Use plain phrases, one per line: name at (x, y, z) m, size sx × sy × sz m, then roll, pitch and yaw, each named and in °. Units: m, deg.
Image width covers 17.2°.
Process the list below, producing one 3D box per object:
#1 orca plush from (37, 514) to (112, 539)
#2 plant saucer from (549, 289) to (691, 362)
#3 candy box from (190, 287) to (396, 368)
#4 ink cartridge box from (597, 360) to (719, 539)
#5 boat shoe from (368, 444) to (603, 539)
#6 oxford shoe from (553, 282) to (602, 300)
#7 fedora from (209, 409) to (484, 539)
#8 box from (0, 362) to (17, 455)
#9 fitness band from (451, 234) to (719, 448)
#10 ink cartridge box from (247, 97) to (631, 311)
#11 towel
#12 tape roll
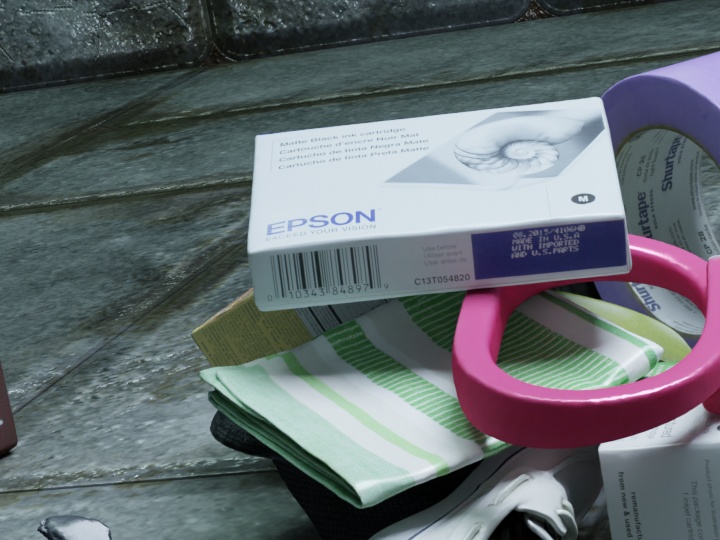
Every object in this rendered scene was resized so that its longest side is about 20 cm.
orca plush at (-0.162, 0.192, 1.178) m, size 0.199 × 0.071 × 0.105 m, roll -23°, pitch 62°, yaw -31°
plant saucer at (0.111, 0.043, 1.400) m, size 0.198 × 0.031 × 0.200 m, roll 12°, pitch -12°, yaw 2°
candy box at (0.000, 0.000, 1.416) m, size 0.200 × 0.055 × 0.115 m, roll -32°, pitch 3°, yaw 46°
ink cartridge box at (0.231, 0.095, 1.179) m, size 0.198 × 0.085 × 0.146 m, roll -7°, pitch 13°, yaw 17°
boat shoe at (0.074, 0.133, 1.179) m, size 0.065 × 0.073 × 0.199 m, roll 12°, pitch 21°, yaw 36°
oxford shoe at (0.118, -0.014, 1.592) m, size 0.084 × 0.200 × 0.073 m, roll -2°, pitch 59°, yaw 45°
fedora at (0.014, 0.104, 1.299) m, size 0.199 × 0.092 × 0.201 m, roll -10°, pitch 12°, yaw 2°
box at (-0.369, 0.068, 1.603) m, size 0.199 × 0.166 × 0.166 m, roll -2°, pitch 15°, yaw 33°
fitness band at (0.120, 0.030, 1.190) m, size 0.142 × 0.038 × 0.200 m, roll 1°, pitch 26°, yaw 10°
ink cartridge box at (0.039, -0.050, 1.287) m, size 0.198 × 0.041 × 0.200 m, roll -6°, pitch 27°, yaw 2°
towel at (0.037, 0.053, 1.221) m, size 0.199 × 0.024 × 0.152 m, roll -20°, pitch 31°, yaw -31°
tape roll at (0.228, -0.034, 1.495) m, size 0.085 × 0.202 × 0.199 m, roll -18°, pitch 14°, yaw -31°
